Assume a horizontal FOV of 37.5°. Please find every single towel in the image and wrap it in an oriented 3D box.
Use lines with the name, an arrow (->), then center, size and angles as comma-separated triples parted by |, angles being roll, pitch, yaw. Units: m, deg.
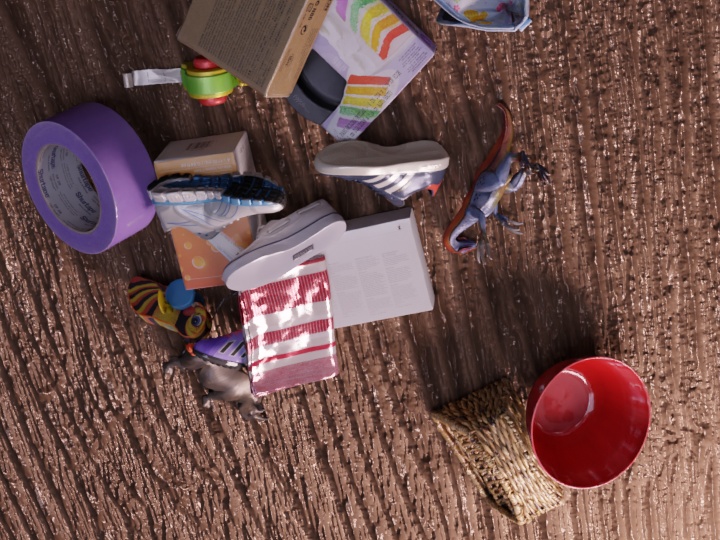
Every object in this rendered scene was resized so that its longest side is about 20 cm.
towel -> -0.107, 0.085, 1.582 | 0.142, 0.023, 0.203 | -14, 116, -18

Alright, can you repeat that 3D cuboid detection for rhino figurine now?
rhino figurine -> -0.218, 0.184, 1.707 | 0.087, 0.060, 0.200 | -36, 114, 25

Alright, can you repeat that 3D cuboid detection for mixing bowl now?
mixing bowl -> 0.326, 0.214, 1.604 | 0.197, 0.108, 0.204 | -4, 102, -16

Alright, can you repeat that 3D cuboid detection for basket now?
basket -> 0.211, 0.300, 1.656 | 0.147, 0.143, 0.202 | -26, 108, 17

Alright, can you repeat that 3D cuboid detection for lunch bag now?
lunch bag -> 0.131, -0.382, 1.343 | 0.199, 0.170, 0.127 | 39, 112, -11

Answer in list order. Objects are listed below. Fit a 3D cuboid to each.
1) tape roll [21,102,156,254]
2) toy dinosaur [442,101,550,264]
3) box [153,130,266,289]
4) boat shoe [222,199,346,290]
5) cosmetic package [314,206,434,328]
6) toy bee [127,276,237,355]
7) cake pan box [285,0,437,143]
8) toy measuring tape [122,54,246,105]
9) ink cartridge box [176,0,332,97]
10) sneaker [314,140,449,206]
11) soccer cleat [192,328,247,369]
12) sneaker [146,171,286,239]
tape roll -> -0.391, -0.132, 1.527 | 0.198, 0.085, 0.203 | 21, 127, 31
toy dinosaur -> 0.184, -0.106, 1.536 | 0.180, 0.104, 0.203 | -27, 71, 32
box -> -0.213, -0.088, 1.562 | 0.122, 0.098, 0.203 | -7, 114, 9
boat shoe -> -0.117, -0.039, 1.519 | 0.198, 0.066, 0.074 | -26, 150, -24
cosmetic package -> 0.000, 0.000, 1.600 | 0.197, 0.052, 0.153 | -11, 114, 12
toy bee -> -0.273, 0.070, 1.625 | 0.197, 0.110, 0.131 | -3, 155, 32
cake pan box -> -0.024, -0.298, 1.469 | 0.184, 0.052, 0.200 | 44, 113, -10
toy measuring tape -> -0.250, -0.269, 1.502 | 0.196, 0.074, 0.075 | -1, 114, 8
ink cartridge box -> -0.131, -0.358, 1.406 | 0.164, 0.075, 0.202 | 35, 112, 17
sneaker -> 0.028, -0.131, 1.500 | 0.196, 0.075, 0.086 | -1, 129, -16
soccer cleat -> -0.166, 0.109, 1.625 | 0.197, 0.068, 0.074 | 6, 103, -36
sneaker -> -0.195, -0.086, 1.477 | 0.196, 0.075, 0.088 | 2, 122, 14
